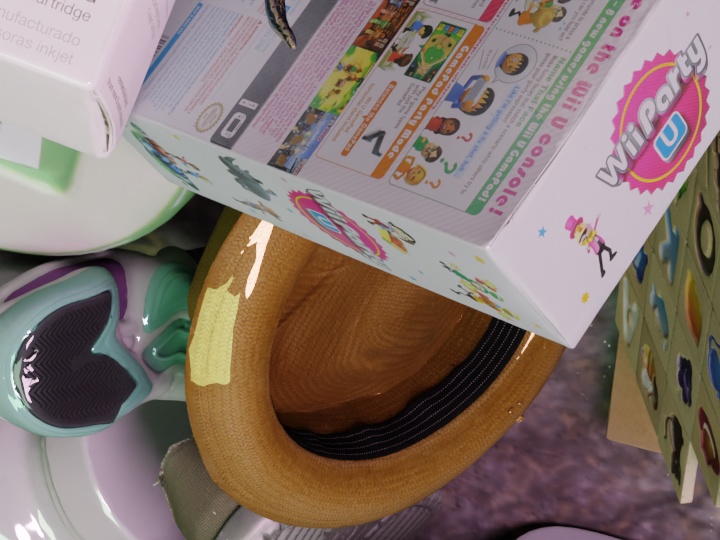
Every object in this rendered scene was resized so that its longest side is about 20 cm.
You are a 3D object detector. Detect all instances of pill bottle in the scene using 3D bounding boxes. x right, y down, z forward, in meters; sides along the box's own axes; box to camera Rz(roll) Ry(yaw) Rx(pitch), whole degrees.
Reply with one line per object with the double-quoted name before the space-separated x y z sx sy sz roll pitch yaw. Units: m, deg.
"pill bottle" -0.161 0.107 1.290 0.199 0.117 0.117 -22 119 35

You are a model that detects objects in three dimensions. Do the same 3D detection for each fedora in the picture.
"fedora" 0.000 0.000 1.113 0.082 0.200 0.201 30 146 44

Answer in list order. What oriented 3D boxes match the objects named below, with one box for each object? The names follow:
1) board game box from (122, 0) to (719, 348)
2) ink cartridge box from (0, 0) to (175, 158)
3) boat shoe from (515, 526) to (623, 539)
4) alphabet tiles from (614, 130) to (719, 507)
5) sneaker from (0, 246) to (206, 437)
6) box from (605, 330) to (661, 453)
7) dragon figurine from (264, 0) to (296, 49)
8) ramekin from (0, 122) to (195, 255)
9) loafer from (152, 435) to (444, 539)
"board game box" 0.025 -0.075 0.974 0.200 0.148 0.064 22 161 44
"ink cartridge box" -0.114 -0.161 0.970 0.145 0.201 0.085 20 166 3
"boat shoe" 0.152 0.172 1.253 0.199 0.072 0.066 13 137 12
"alphabet tiles" 0.115 -0.021 1.041 0.006 0.167 0.201 -6 133 -9
"sneaker" -0.103 0.013 1.184 0.140 0.199 0.078 16 102 45
"box" 0.183 0.008 1.128 0.163 0.021 0.201 13 133 11
"dragon figurine" 0.001 -0.177 0.946 0.059 0.200 0.100 25 159 21
"ramekin" -0.125 -0.101 1.103 0.199 0.098 0.201 11 133 12
"loafer" -0.025 0.094 1.210 0.070 0.200 0.075 44 96 19
